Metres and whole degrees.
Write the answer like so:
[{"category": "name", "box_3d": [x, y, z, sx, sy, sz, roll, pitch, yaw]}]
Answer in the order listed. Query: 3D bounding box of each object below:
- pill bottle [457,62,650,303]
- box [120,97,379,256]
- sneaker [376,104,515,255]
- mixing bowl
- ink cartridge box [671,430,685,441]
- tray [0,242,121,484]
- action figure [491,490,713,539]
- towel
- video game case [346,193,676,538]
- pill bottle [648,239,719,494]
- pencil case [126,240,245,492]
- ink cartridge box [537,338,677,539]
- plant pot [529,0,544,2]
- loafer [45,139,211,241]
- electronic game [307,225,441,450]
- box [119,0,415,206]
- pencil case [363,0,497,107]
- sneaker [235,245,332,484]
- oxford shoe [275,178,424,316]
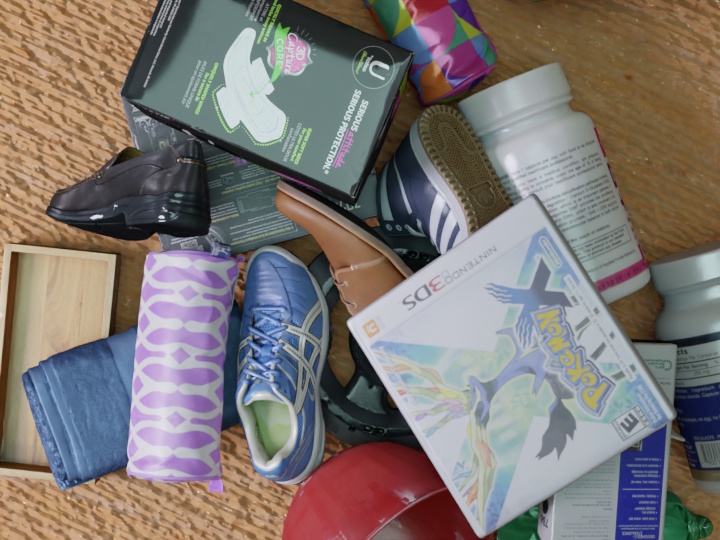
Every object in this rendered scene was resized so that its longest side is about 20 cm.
[{"category": "pill bottle", "box_3d": [0.160, -0.065, 1.229, 0.112, 0.113, 0.202, -21, 92, 1]}, {"category": "box", "box_3d": [-0.092, -0.101, 1.263, 0.198, 0.044, 0.162, -16, 92, 1]}, {"category": "sneaker", "box_3d": [0.079, -0.025, 1.201, 0.070, 0.108, 0.202, -16, 76, -32]}, {"category": "mixing bowl", "box_3d": [0.008, 0.219, 1.221, 0.200, 0.200, 0.108, -46, 56, 2]}, {"category": "ink cartridge box", "box_3d": [0.158, 0.134, 1.220, 0.198, 0.116, 0.068, 14, 98, -14]}, {"category": "tray", "box_3d": [-0.270, 0.081, 1.277, 0.098, 0.037, 0.202, 6, 93, 0]}, {"category": "action figure", "box_3d": [0.213, 0.225, 1.270, 0.198, 0.055, 0.120, 3, 91, -7]}, {"category": "towel", "box_3d": [-0.182, 0.103, 1.246, 0.198, 0.049, 0.113, -19, 91, -16]}, {"category": "video game case", "box_3d": [0.113, 0.074, 1.117, 0.182, 0.022, 0.201, -34, 84, 15]}, {"category": "pill bottle", "box_3d": [0.315, 0.078, 1.232, 0.115, 0.116, 0.202, -15, 92, 1]}, {"category": "pencil case", "box_3d": [-0.144, 0.078, 1.196, 0.085, 0.083, 0.202, 12, 82, -43]}, {"category": "ink cartridge box", "box_3d": [0.194, 0.154, 1.149, 0.098, 0.039, 0.202, 3, 93, -14]}, {"category": "plant pot", "box_3d": [0.209, -0.308, 1.195, 0.182, 0.200, 0.202, -14, 92, 13]}, {"category": "loafer", "box_3d": [-0.192, -0.066, 1.216, 0.199, 0.072, 0.073, 0, 79, 42]}, {"category": "electronic game", "box_3d": [0.029, 0.061, 1.269, 0.198, 0.042, 0.202, -1, 98, -6]}, {"category": "box", "box_3d": [-0.070, -0.148, 1.165, 0.198, 0.149, 0.125, 24, 90, 1]}, {"category": "pencil case", "box_3d": [0.045, -0.240, 1.239, 0.088, 0.088, 0.201, -27, 93, 1]}, {"category": "sneaker", "box_3d": [-0.066, 0.078, 1.205, 0.075, 0.077, 0.202, -8, 85, 15]}, {"category": "oxford shoe", "box_3d": [0.000, 0.000, 1.204, 0.200, 0.071, 0.071, 39, 96, -9]}]
